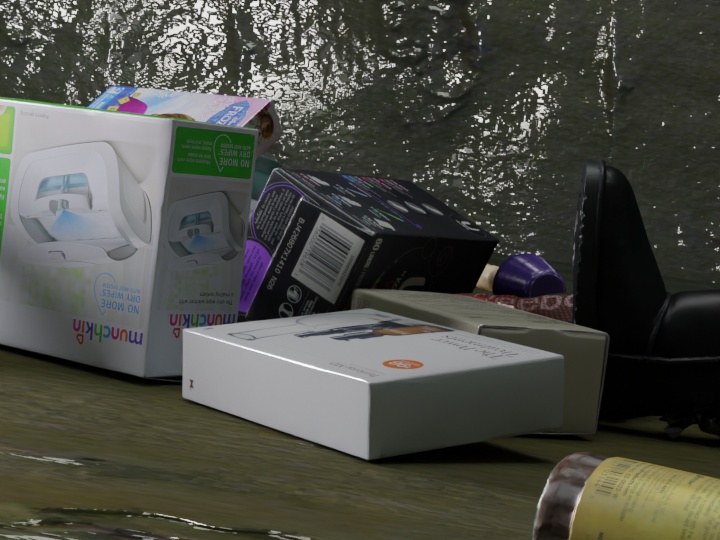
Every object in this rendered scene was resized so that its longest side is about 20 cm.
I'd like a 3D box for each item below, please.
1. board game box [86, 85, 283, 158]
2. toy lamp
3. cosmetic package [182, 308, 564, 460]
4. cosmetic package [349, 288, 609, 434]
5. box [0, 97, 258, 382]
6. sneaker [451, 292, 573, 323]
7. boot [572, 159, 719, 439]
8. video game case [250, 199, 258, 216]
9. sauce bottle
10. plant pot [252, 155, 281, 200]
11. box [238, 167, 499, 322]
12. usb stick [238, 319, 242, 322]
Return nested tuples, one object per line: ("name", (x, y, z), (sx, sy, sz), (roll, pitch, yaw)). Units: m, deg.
("board game box", (-0.206, -0.096, 1.826), (0.199, 0.041, 0.200), (8, 40, 34))
("toy lamp", (0.114, 0.009, 1.674), (0.058, 0.058, 0.200), (6, 2, -19))
("cosmetic package", (0.005, 0.066, 1.244), (0.151, 0.052, 0.200), (-8, 12, -37))
("cosmetic package", (0.075, 0.061, 1.394), (0.105, 0.071, 0.200), (5, 5, -24))
("box", (-0.181, -0.025, 1.411), (0.200, 0.177, 0.097), (11, 5, 37))
("sneaker", (0.145, 0.051, 1.527), (0.200, 0.071, 0.098), (13, 30, 42))
("boot", (0.228, 0.023, 1.391), (0.162, 0.199, 0.073), (1, 6, 5))
("video game case", (-0.179, -0.054, 1.618), (0.182, 0.022, 0.200), (20, 16, 30))
("sauce bottle", (0.165, 0.119, 0.788), (0.200, 0.065, 0.065), (10, 5, 35))
("plant pot", (-0.146, -0.051, 1.929), (0.200, 0.134, 0.200), (10, -4, 1))
("box", (0.000, 0.000, 1.565), (0.106, 0.122, 0.200), (35, 17, 27))
("usb stick", (-0.071, 0.049, 1.586), (0.055, 0.033, 0.200), (12, 5, 32))
